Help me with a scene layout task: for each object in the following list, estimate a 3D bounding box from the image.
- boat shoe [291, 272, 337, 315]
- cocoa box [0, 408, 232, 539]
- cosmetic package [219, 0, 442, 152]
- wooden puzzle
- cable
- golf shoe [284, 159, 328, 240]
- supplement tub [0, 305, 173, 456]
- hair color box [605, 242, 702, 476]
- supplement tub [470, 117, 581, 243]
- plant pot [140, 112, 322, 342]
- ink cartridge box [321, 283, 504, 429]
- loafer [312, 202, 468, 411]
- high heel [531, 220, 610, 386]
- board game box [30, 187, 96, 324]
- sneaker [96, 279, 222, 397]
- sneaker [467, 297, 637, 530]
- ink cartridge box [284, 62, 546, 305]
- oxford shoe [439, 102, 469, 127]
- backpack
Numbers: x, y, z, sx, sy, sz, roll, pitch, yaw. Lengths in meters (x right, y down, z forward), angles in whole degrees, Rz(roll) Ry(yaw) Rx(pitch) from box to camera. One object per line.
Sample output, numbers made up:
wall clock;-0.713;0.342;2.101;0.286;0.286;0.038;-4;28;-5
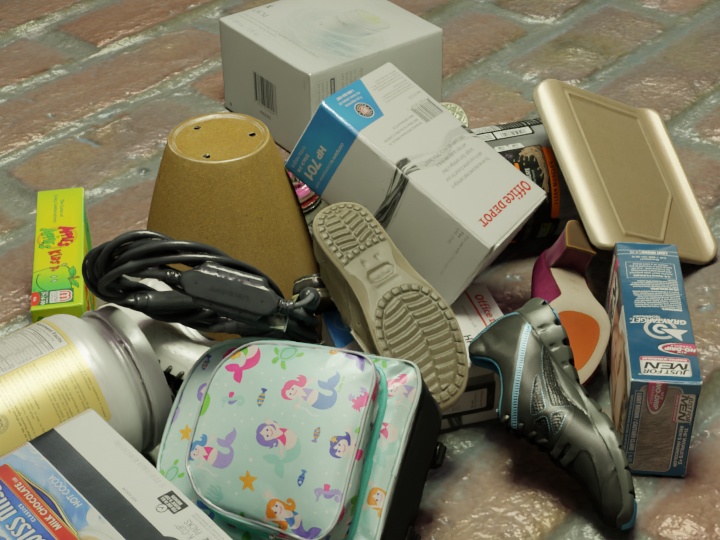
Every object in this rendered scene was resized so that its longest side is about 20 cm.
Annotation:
boat shoe;0.001;0.000;1.230;0.071;0.067;0.200;-15;-5;37
cocoa box;-0.182;0.219;0.915;0.130;0.135;0.199;-27;41;-31
cosmetic package;-0.035;-0.245;1.599;0.198;0.125;0.199;-23;40;-30
wooden puzzle;0.261;-0.093;1.318;0.198;0.037;0.187;4;59;-44
cable;-0.126;0.018;1.062;0.197;0.163;0.052;13;78;3
golf shoe;-0.067;-0.061;1.382;0.072;0.093;0.200;-30;19;-5
supplement tub;-0.263;0.123;1.047;0.198;0.147;0.145;-25;41;-32
hair color box;0.249;0.071;1.145;0.059;0.101;0.201;3;34;4
supplement tub;0.130;-0.085;1.358;0.197;0.124;0.123;-11;35;-13
plant pot;-0.123;-0.035;1.225;0.183;0.202;0.187;0;35;0
ink cartridge box;0.074;0.077;1.172;0.197;0.069;0.116;-10;35;-13
loafer;0.024;0.035;1.106;0.075;0.069;0.202;-23;67;-16
high heel;0.184;0.053;1.216;0.067;0.097;0.202;20;45;-3
board game box;-0.276;0.018;1.239;0.047;0.103;0.201;-6;34;-8
sneaker;-0.155;0.086;1.138;0.199;0.075;0.079;35;35;28
sneaker;0.157;0.125;1.072;0.081;0.073;0.202;-24;64;-3
ink cartridge box;0.052;-0.083;1.208;0.200;0.086;0.146;42;35;7
oxford shoe;0.029;-0.138;1.503;0.197;0.076;0.058;-19;-5;-11
backpack;-0.056;0.138;1.002;0.197;0.151;0.180;8;69;26
